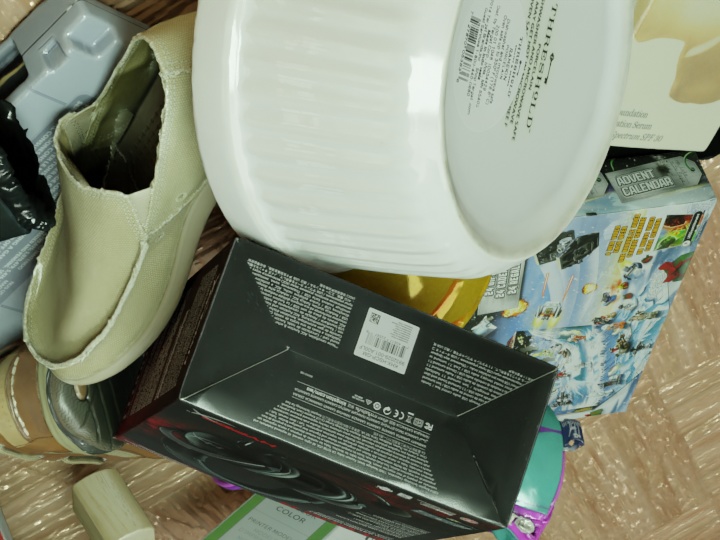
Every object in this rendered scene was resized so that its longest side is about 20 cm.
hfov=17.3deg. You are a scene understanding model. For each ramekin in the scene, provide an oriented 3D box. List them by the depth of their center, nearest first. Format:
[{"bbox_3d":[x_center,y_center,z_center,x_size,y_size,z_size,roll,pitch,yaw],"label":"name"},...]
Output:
[{"bbox_3d":[0.031,-0.090,0.968,0.200,0.104,0.202,-29,126,-50],"label":"ramekin"}]

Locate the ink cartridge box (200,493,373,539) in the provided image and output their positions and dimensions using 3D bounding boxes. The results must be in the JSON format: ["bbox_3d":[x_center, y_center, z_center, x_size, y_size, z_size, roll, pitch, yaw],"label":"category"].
[{"bbox_3d":[-0.040,0.175,1.334,0.200,0.059,0.104,-40,144,-43],"label":"ink cartridge box"}]

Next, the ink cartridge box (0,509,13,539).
[{"bbox_3d":[-0.246,0.178,1.151,0.175,0.201,0.084,-22,-171,-8],"label":"ink cartridge box"}]

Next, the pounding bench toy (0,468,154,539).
[{"bbox_3d":[-0.178,0.204,1.312,0.199,0.125,0.156,-31,148,5],"label":"pounding bench toy"}]

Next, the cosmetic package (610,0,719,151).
[{"bbox_3d":[0.151,-0.155,1.051,0.105,0.071,0.201,-1,128,-44],"label":"cosmetic package"}]

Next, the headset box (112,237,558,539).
[{"bbox_3d":[-0.019,0.060,1.047,0.148,0.078,0.200,23,165,-11],"label":"headset box"}]

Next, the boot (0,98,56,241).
[{"bbox_3d":[-0.206,-0.008,0.993,0.161,0.074,0.199,-21,127,6],"label":"boot"}]

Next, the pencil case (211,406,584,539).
[{"bbox_3d":[0.016,0.095,1.286,0.199,0.093,0.085,14,120,-23],"label":"pencil case"}]

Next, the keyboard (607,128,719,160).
[{"bbox_3d":[0.139,-0.091,1.230,0.199,0.040,0.104,-2,163,-38],"label":"keyboard"}]

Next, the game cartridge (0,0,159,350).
[{"bbox_3d":[-0.149,-0.037,1.074,0.200,0.041,0.133,-41,143,20],"label":"game cartridge"}]

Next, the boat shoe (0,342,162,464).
[{"bbox_3d":[-0.136,0.061,1.176,0.073,0.076,0.200,-10,171,14],"label":"boat shoe"}]

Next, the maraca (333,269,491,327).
[{"bbox_3d":[0.000,0.000,1.182,0.136,0.108,0.200,-14,172,-15],"label":"maraca"}]

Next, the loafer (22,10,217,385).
[{"bbox_3d":[-0.104,-0.035,1.016,0.068,0.076,0.201,6,126,-40],"label":"loafer"}]

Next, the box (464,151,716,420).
[{"bbox_3d":[0.106,0.017,1.328,0.136,0.040,0.201,-7,144,-18],"label":"box"}]
